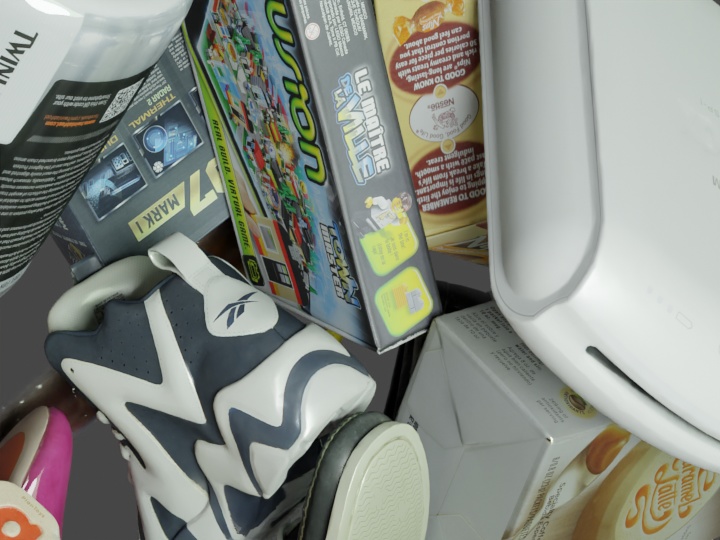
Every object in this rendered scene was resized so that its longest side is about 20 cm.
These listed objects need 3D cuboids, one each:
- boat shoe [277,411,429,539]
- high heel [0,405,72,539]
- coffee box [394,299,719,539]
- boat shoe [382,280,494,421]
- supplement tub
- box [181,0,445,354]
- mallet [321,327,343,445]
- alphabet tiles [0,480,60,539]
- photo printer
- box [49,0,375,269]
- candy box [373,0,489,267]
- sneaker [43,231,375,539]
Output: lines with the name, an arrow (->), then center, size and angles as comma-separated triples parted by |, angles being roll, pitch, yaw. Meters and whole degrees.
boat shoe -> -0.019, 0.133, 1.107 | 0.072, 0.067, 0.201 | -35, 147, -40
high heel -> -0.137, 0.157, 1.154 | 0.096, 0.067, 0.201 | 18, 105, -21
coffee box -> 0.109, 0.064, 1.151 | 0.199, 0.080, 0.115 | -16, 139, -39
boat shoe -> 0.017, 0.099, 1.224 | 0.068, 0.074, 0.201 | 15, 113, -9
supplement tub -> -0.155, -0.066, 1.016 | 0.122, 0.123, 0.200 | 12, 131, -31
box -> -0.028, -0.075, 1.087 | 0.035, 0.110, 0.201 | -25, 115, -24
mallet -> 0.000, 0.000, 1.203 | 0.041, 0.066, 0.201 | 22, 87, -8
alphabet tiles -> -0.205, 0.112, 1.011 | 0.200, 0.015, 0.196 | 40, 38, 4
photo printer -> 0.118, -0.022, 1.061 | 0.166, 0.069, 0.201 | 32, 43, -35
box -> -0.071, -0.110, 1.149 | 0.200, 0.051, 0.158 | -39, 118, -18
candy box -> 0.055, -0.105, 1.152 | 0.115, 0.055, 0.202 | 15, 65, -58
sneaker -> -0.081, 0.057, 1.128 | 0.079, 0.199, 0.130 | -37, 78, -30
